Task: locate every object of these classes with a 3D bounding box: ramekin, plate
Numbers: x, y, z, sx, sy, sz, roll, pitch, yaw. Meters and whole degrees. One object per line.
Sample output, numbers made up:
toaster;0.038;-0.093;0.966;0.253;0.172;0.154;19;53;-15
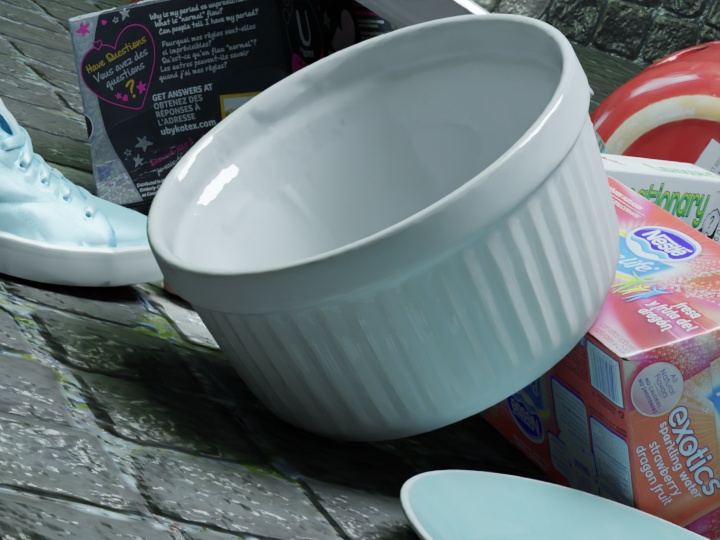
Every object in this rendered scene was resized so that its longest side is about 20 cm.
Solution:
ramekin;0.018;-0.015;1.082;0.105;0.200;0.200;63;-10;-26
plate;0.035;-0.145;1.371;0.200;0.032;0.200;34;8;-1
plate;0.105;0.128;0.957;0.200;0.026;0.200;19;12;-4

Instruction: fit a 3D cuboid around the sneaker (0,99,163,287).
sneaker;-0.174;-0.048;1.178;0.199;0.082;0.074;15;13;-25

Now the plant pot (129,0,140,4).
plant pot;-0.084;-0.258;2.115;0.200;0.178;0.200;19;11;-4

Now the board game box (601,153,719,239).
board game box;0.130;0.001;1.356;0.035;0.127;0.200;25;12;28

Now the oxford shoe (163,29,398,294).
oxford shoe;-0.036;-0.056;1.285;0.071;0.074;0.200;6;35;41

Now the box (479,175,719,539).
box;0.121;0.039;1.147;0.094;0.103;0.200;-15;22;-17

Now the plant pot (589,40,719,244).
plant pot;0.221;-0.044;1.536;0.200;0.201;0.182;23;12;18

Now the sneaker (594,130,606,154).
sneaker;0.104;-0.041;1.385;0.091;0.077;0.200;60;26;0

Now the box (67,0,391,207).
box;-0.066;-0.104;1.445;0.132;0.115;0.200;-9;1;20
